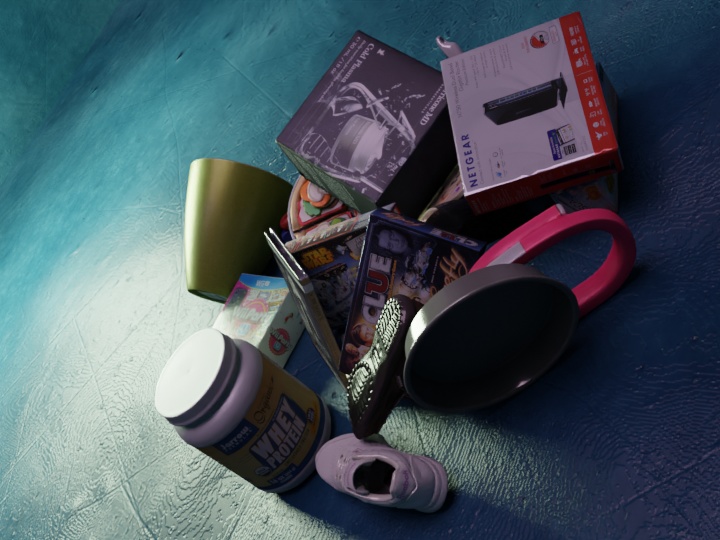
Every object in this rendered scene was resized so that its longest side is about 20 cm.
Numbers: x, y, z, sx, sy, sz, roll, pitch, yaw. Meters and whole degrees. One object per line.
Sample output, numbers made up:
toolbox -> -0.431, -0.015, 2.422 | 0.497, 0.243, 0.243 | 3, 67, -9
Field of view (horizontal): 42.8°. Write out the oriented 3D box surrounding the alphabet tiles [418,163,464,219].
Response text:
alphabet tiles -> 0.125, -0.113, 1.224 | 0.201, 0.015, 0.195 | -57, 8, -22

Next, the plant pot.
plant pot -> -0.213, -0.053, 1.499 | 0.185, 0.186, 0.204 | -1, 71, 47

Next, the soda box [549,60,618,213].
soda box -> 0.275, -0.158, 1.125 | 0.063, 0.068, 0.203 | -16, 47, 32

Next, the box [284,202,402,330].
box -> 0.000, 0.000, 1.222 | 0.198, 0.138, 0.040 | -17, 30, 38

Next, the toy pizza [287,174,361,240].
toy pizza -> -0.016, -0.094, 1.336 | 0.196, 0.032, 0.204 | -4, 74, 15

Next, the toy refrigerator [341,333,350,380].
toy refrigerator -> 0.071, 0.070, 1.139 | 0.199, 0.070, 0.077 | -35, 37, 21

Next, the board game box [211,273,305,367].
board game box -> -0.167, 0.109, 1.375 | 0.146, 0.064, 0.202 | 4, 60, 49

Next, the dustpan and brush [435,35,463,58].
dustpan and brush -> 0.176, -0.241, 1.192 | 0.057, 0.201, 0.139 | -41, -3, 41

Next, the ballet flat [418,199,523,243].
ballet flat -> 0.130, -0.058, 1.120 | 0.056, 0.198, 0.068 | 10, 105, 40

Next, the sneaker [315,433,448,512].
sneaker -> 0.005, 0.221, 1.039 | 0.198, 0.099, 0.076 | -1, 76, 49

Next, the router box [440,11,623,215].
router box -> 0.196, -0.184, 1.077 | 0.177, 0.049, 0.203 | -17, 60, 17

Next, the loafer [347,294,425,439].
loafer -> 0.040, 0.116, 1.021 | 0.074, 0.070, 0.202 | -105, 30, -45

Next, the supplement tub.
supplement tub -> -0.147, 0.178, 1.165 | 0.143, 0.200, 0.146 | -28, 39, 27

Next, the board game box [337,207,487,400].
board game box -> 0.056, 0.045, 1.055 | 0.133, 0.203, 0.035 | 19, 23, 18

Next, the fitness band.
fitness band -> 0.200, 0.007, 0.986 | 0.198, 0.144, 0.038 | -34, 43, 12

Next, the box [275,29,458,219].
box -> 0.026, -0.187, 1.263 | 0.195, 0.124, 0.201 | 33, 83, 29

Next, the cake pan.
cake pan -> 0.131, 0.069, 0.955 | 0.199, 0.200, 0.037 | -39, 46, 14

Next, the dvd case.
dvd case -> -0.064, 0.056, 1.198 | 0.016, 0.202, 0.149 | -27, 33, -9

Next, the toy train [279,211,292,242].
toy train -> -0.036, -0.117, 1.436 | 0.199, 0.085, 0.116 | -39, 22, 14
